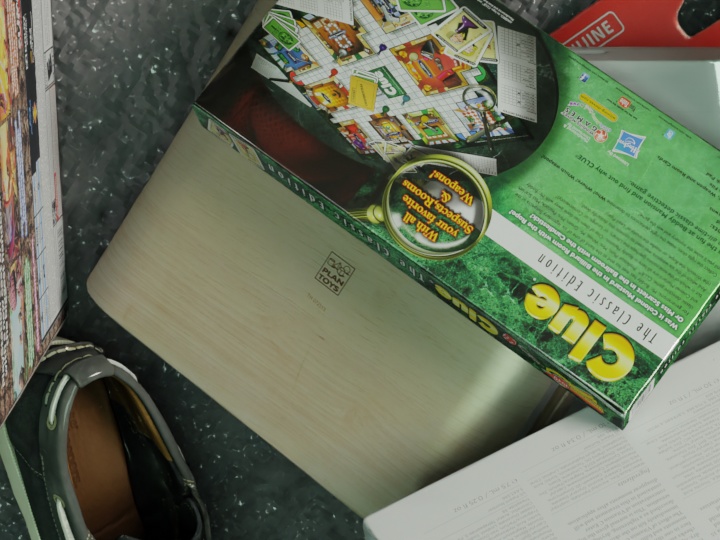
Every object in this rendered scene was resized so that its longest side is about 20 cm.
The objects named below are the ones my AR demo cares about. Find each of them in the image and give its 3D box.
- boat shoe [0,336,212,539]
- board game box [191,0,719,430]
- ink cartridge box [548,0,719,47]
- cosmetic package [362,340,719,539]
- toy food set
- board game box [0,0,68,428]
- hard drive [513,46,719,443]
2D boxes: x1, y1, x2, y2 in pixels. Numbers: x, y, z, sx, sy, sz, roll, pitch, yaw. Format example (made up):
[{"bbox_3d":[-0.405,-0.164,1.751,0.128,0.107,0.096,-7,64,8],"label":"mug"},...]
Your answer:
[{"bbox_3d":[-0.090,0.123,0.857,0.072,0.067,0.201,-32,110,-35],"label":"boat shoe"},{"bbox_3d":[0.046,-0.041,0.763,0.199,0.023,0.105,37,75,15],"label":"board game box"},{"bbox_3d":[0.176,-0.054,0.792,0.199,0.045,0.176,-33,102,36],"label":"ink cartridge box"},{"bbox_3d":[0.122,0.109,0.716,0.199,0.151,0.052,-25,136,-12],"label":"cosmetic package"},{"bbox_3d":[0.000,0.000,0.824,0.199,0.060,0.144,36,101,14],"label":"toy food set"},{"bbox_3d":[-0.173,-0.034,0.766,0.096,0.200,0.161,-1,103,1],"label":"board game box"},{"bbox_3d":[0.094,0.012,0.825,0.131,0.026,0.202,4,110,31],"label":"hard drive"}]
